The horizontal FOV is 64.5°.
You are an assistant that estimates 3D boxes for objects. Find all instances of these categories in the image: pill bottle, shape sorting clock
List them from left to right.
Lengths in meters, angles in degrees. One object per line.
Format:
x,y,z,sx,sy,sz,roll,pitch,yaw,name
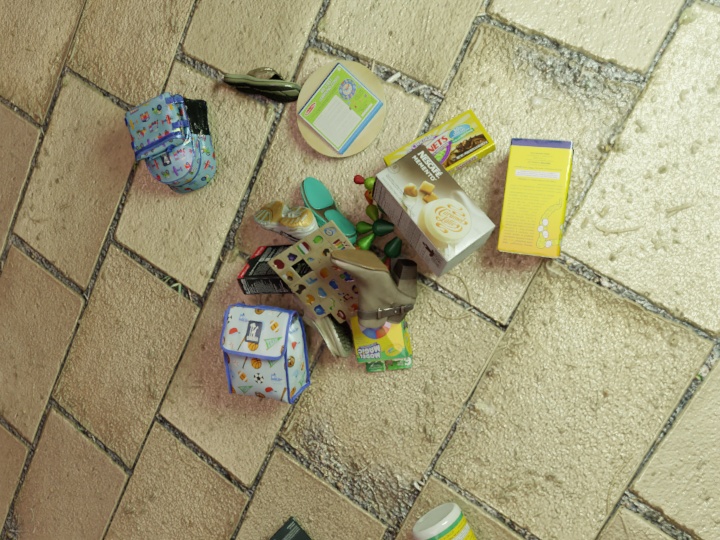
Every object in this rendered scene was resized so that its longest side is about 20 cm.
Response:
-0.042,-0.342,1.212,0.196,0.039,0.204,1,95,10,shape sorting clock
0.195,0.584,1.136,0.112,0.113,0.202,-32,82,20,pill bottle

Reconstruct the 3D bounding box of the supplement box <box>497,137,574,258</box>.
0.322,-0.131,1.044,0.108,0.109,0.204,8,97,21,supplement box

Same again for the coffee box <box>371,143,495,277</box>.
0.125,-0.107,1.011,0.114,0.080,0.201,-33,75,-16,coffee box

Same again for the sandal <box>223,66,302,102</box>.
-0.216,-0.421,1.260,0.198,0.080,0.058,18,86,20,sandal

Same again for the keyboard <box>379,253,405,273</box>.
0.000,0.000,1.212,0.197,0.057,0.011,-10,131,22,keyboard

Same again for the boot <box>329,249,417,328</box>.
0.021,0.042,1.096,0.197,0.071,0.148,8,120,-18,boot

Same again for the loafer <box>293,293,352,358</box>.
-0.083,0.106,1.242,0.068,0.075,0.202,-35,71,21,loafer

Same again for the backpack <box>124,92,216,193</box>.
-0.434,-0.285,1.323,0.180,0.134,0.203,-12,92,22,backpack

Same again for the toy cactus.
0.051,-0.085,1.104,0.163,0.102,0.204,6,106,36,toy cactus

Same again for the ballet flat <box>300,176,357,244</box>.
-0.076,-0.114,1.221,0.201,0.067,0.071,53,143,30,ballet flat

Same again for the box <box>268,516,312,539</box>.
-0.168,0.715,1.285,0.198,0.123,0.201,42,107,13,box

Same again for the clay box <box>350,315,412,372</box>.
0.040,0.114,1.204,0.113,0.047,0.204,-10,89,22,clay box

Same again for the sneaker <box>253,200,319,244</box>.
-0.160,-0.093,1.245,0.076,0.088,0.199,-47,39,-19,sneaker

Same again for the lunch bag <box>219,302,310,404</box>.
-0.210,0.174,1.248,0.167,0.124,0.203,5,110,19,lunch bag

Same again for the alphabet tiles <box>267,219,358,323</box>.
-0.061,0.016,1.135,0.166,0.008,0.201,-30,115,22,alphabet tiles

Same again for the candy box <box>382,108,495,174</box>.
0.150,-0.226,1.106,0.198,0.026,0.103,-29,59,4,candy box

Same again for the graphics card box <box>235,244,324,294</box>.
-0.153,-0.005,1.231,0.197,0.126,0.051,-4,124,22,graphics card box
